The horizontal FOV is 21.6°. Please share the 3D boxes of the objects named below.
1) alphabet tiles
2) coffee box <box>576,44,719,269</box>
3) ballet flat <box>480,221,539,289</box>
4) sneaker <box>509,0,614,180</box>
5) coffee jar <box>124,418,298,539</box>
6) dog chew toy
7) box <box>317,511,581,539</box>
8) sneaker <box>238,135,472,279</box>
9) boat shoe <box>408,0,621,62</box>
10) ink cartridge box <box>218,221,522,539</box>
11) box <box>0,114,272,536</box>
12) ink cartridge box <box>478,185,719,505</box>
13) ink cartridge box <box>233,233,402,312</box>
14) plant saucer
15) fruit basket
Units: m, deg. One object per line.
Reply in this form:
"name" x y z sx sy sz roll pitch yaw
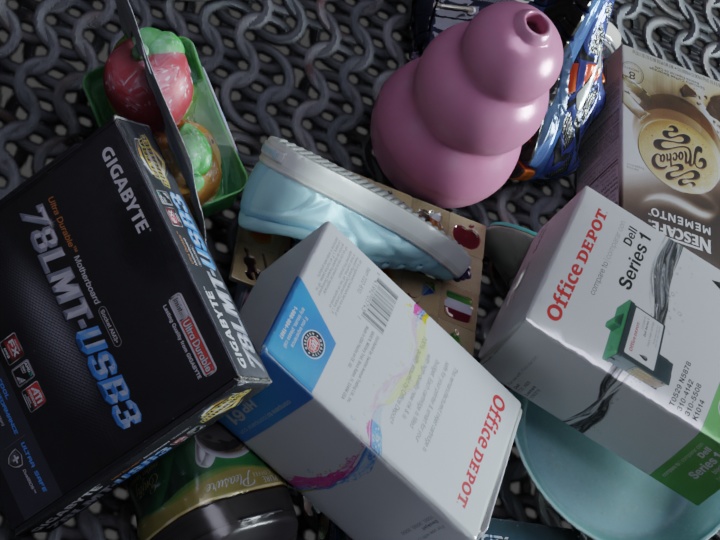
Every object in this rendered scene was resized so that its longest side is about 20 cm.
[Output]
"alphabet tiles" 0.000 0.000 1.410 0.199 0.008 0.168 21 54 -17
"coffee box" 0.246 -0.075 1.585 0.112 0.080 0.201 17 55 -19
"ballet flat" 0.176 0.031 1.497 0.199 0.067 0.064 28 64 -10
"sneaker" 0.171 -0.167 1.567 0.078 0.201 0.075 12 13 -41
"coffee jar" -0.122 0.111 1.273 0.104 0.085 0.201 -6 64 -47
"dog chew toy" 0.089 -0.135 1.460 0.124 0.200 0.125 13 56 -21
"box" 0.068 0.241 1.331 0.199 0.038 0.138 11 58 -22
"sneaker" -0.009 -0.025 1.384 0.199 0.082 0.074 27 8 -31
"boat shoe" 0.128 -0.191 1.607 0.199 0.075 0.093 18 73 -20
"ink cartridge box" 0.004 0.090 1.286 0.200 0.085 0.145 42 39 -14
"box" -0.181 0.037 1.224 0.050 0.198 0.201 8 52 -63
"ink cartridge box" 0.207 0.054 1.402 0.199 0.084 0.147 32 54 -5
"ink cartridge box" -0.036 0.040 1.395 0.119 0.042 0.201 22 56 -15
"plant saucer" 0.196 0.126 1.431 0.199 0.036 0.201 11 58 -18
"fruit basket" -0.135 -0.115 1.328 0.093 0.200 0.186 -19 70 -12
